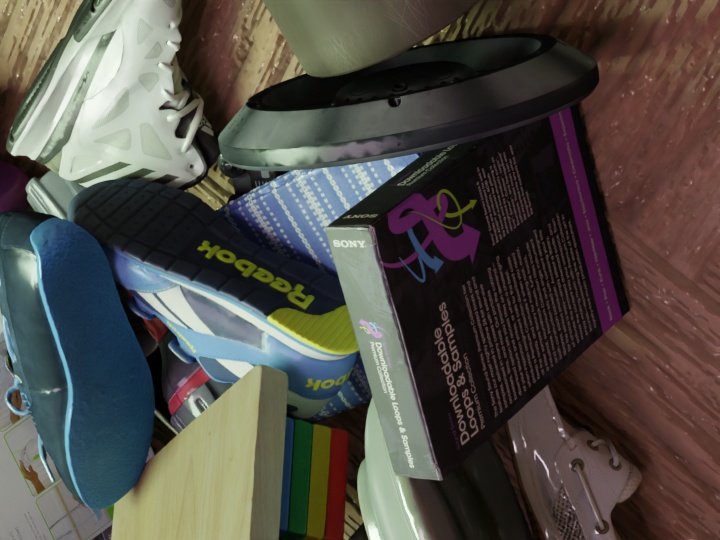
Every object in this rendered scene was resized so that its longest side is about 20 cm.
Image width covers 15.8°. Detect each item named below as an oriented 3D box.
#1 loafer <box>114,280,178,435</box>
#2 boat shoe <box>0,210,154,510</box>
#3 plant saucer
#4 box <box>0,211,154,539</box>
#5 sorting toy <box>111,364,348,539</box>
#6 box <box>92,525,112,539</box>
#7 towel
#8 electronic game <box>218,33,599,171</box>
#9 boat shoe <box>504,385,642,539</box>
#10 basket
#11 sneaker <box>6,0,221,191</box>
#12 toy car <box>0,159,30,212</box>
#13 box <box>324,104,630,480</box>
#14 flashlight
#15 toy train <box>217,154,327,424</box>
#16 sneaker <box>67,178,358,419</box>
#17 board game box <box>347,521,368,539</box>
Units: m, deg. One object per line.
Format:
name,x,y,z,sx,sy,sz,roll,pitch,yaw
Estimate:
loafer,-0.120,0.059,1.617,0.200,0.063,0.072,41,132,10
boat shoe,-0.168,0.046,1.507,0.069,0.084,0.200,24,130,37
plant saucer,0.044,0.142,1.416,0.050,0.200,0.200,-23,101,16
box,-0.236,0.100,1.599,0.097,0.176,0.200,39,158,40
sorting toy,-0.077,0.187,1.472,0.069,0.200,0.199,17,147,-24
box,-0.169,0.230,1.762,0.158,0.048,0.200,-2,114,36
towel,0.000,0.000,1.482,0.200,0.024,0.145,-25,101,43
electronic game,0.025,-0.084,1.335,0.200,0.200,0.042,-2,106,37
boat shoe,0.126,0.123,1.478,0.069,0.071,0.200,-16,96,7
basket,-0.023,-0.213,1.339,0.200,0.136,0.180,62,175,-18
sneaker,-0.115,-0.123,1.520,0.115,0.076,0.201,29,121,-13
toy car,-0.282,-0.031,1.640,0.150,0.175,0.200,-1,120,-2
box,0.065,0.000,1.353,0.036,0.200,0.143,0,115,37
flashlight,-0.130,0.018,1.569,0.200,0.068,0.068,52,171,11
toy train,-0.044,0.010,1.556,0.046,0.034,0.200,0,115,24
sneaker,-0.090,0.018,1.494,0.200,0.074,0.082,32,134,17
board game box,0.037,0.243,1.485,0.200,0.135,0.028,38,174,32
